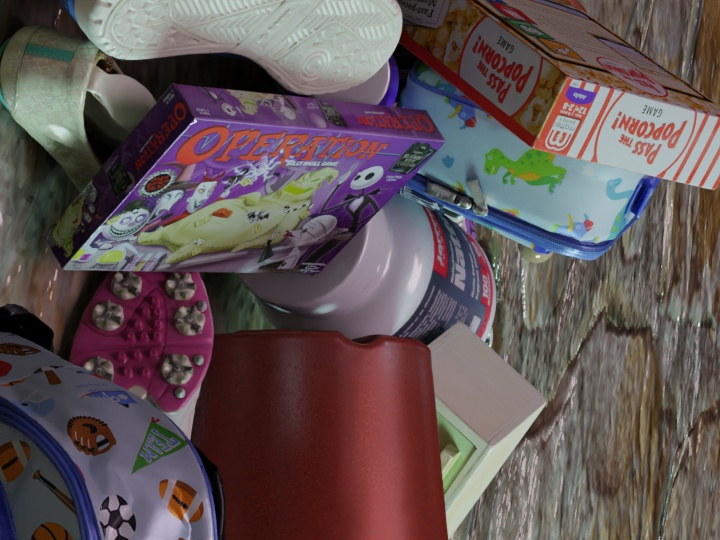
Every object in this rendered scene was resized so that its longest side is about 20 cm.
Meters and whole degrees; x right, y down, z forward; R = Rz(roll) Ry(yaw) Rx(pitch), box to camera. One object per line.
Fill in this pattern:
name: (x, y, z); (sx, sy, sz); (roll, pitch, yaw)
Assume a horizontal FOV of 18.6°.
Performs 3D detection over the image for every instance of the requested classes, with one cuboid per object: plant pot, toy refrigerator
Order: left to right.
plant pot: (-0.033, 0.138, 1.246); (0.201, 0.200, 0.196); (20, 69, -66)
toy refrigerator: (0.032, 0.131, 1.386); (0.070, 0.076, 0.200); (-35, 163, -44)

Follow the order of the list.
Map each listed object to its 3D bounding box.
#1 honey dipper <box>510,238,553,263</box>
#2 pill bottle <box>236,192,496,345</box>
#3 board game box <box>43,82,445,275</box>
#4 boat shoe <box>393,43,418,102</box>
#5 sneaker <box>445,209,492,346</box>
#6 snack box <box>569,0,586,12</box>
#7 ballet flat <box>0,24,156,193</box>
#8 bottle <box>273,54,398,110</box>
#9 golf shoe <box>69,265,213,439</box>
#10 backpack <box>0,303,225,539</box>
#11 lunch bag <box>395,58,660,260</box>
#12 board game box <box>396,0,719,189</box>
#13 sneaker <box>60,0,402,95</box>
honey dipper: (0.061, -0.053, 1.412); (0.038, 0.200, 0.038); (-19, 124, -29)
pill bottle: (0.000, 0.000, 1.362); (0.200, 0.119, 0.120); (31, 66, -65)
board game box: (-0.057, -0.044, 1.157); (0.200, 0.032, 0.120); (1, 137, -50)
boat shoe: (0.044, -0.155, 1.510); (0.202, 0.075, 0.075); (-22, 108, -73)
sneaker: (0.062, -0.006, 1.566); (0.083, 0.080, 0.200); (-40, 131, -66)
snack box: (0.085, -0.177, 1.430); (0.200, 0.072, 0.024); (23, 51, -64)
ballet flat: (-0.121, -0.063, 1.140); (0.200, 0.062, 0.068); (44, 55, -62)
bottle: (-0.015, -0.107, 1.278); (0.200, 0.065, 0.084); (-158, -115, -85)
golf shoe: (-0.124, 0.087, 1.177); (0.092, 0.075, 0.200); (118, -19, -67)
backpack: (-0.151, 0.124, 0.947); (0.154, 0.190, 0.200); (-18, 112, -48)
lunch bag: (0.107, -0.077, 1.350); (0.200, 0.161, 0.083); (-41, 153, -69)
board game box: (0.104, -0.122, 1.268); (0.151, 0.200, 0.046); (10, 113, -40)
sneaker: (-0.076, -0.150, 1.121); (0.200, 0.111, 0.077); (0, 126, -40)
